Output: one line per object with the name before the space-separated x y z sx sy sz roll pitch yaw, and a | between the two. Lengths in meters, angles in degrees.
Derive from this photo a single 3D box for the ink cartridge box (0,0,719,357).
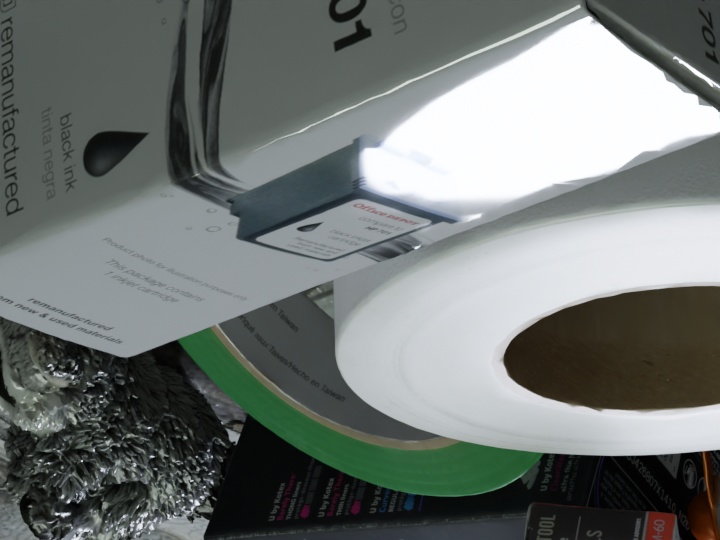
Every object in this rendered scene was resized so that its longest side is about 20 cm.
ink cartridge box | -0.015 -0.080 0.543 0.200 0.147 0.086 -22 153 32

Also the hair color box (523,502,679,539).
hair color box | 0.105 0.194 0.857 0.064 0.111 0.200 1 144 18

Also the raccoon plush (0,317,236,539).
raccoon plush | -0.091 0.055 1.006 0.199 0.097 0.134 -3 138 -20

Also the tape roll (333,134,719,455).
tape roll | 0.089 -0.039 0.638 0.202 0.140 0.203 -1 157 0

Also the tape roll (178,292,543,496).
tape roll | 0.000 0.000 0.823 0.200 0.048 0.201 24 141 21

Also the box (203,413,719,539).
box | 0.051 0.102 0.947 0.200 0.106 0.122 -9 138 34

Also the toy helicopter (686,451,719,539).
toy helicopter | 0.184 0.134 0.857 0.132 0.201 0.079 17 176 14
